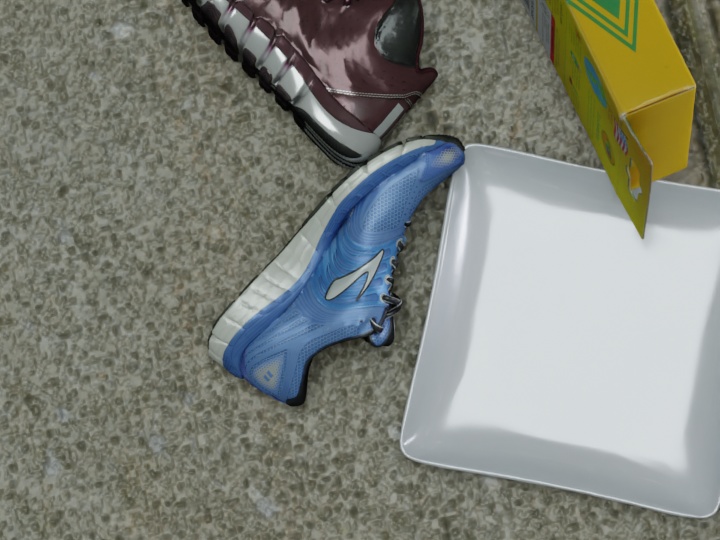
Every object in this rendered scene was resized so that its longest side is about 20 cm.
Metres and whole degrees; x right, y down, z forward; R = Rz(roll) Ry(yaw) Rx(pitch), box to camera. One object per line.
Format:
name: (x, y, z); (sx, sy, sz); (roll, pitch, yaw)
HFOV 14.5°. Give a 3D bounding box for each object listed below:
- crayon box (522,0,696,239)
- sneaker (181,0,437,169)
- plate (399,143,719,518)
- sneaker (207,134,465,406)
crayon box: (0.148, -0.132, 1.686); (0.051, 0.127, 0.200); (-22, 71, -5)
sneaker: (-0.032, -0.168, 1.761); (0.115, 0.076, 0.200); (-43, 91, -6)
plate: (0.139, 0.037, 1.729); (0.199, 0.032, 0.201); (11, 83, 7)
sneaker: (0.000, 0.000, 1.733); (0.089, 0.079, 0.200); (41, 97, 4)
